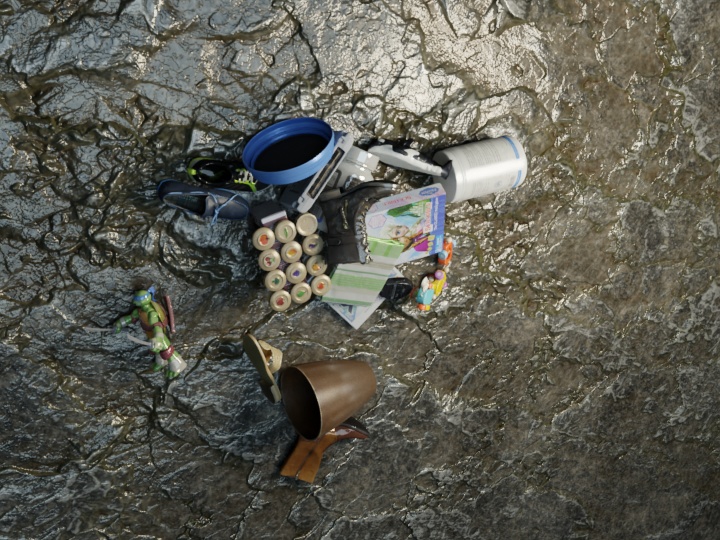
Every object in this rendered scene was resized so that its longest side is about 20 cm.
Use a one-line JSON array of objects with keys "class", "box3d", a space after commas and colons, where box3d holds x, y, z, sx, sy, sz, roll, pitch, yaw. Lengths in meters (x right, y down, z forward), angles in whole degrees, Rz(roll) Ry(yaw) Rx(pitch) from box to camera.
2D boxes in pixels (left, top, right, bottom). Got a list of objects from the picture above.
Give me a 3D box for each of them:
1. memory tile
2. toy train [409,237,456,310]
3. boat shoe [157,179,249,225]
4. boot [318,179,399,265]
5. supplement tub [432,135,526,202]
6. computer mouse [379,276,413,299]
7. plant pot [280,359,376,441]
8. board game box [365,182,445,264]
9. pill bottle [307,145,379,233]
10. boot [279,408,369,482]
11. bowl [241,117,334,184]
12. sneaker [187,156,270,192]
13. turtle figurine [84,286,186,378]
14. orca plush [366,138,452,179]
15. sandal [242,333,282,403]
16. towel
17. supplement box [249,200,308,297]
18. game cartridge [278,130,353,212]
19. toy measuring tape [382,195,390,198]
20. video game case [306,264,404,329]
[{"class": "memory tile", "box3d": [-0.148, -0.017, 1.552, 0.153, 0.017, 0.201, -20, 114, -17]}, {"class": "toy train", "box3d": [0.176, 0.008, 1.779, 0.200, 0.055, 0.151, -50, 148, -41]}, {"class": "boat shoe", "box3d": [-0.335, -0.135, 1.517, 0.199, 0.069, 0.084, 6, 120, -21]}, {"class": "boot", "box3d": [0.002, -0.100, 1.529, 0.199, 0.069, 0.175, -9, 98, 18]}, {"class": "supplement tub", "box3d": [0.289, -0.248, 1.719, 0.199, 0.132, 0.132, -14, 113, -18]}, {"class": "computer mouse", "box3d": [0.035, 0.042, 1.748, 0.199, 0.034, 0.059, -2, 133, -19]}, {"class": "plant pot", "box3d": [-0.066, 0.297, 1.747, 0.199, 0.187, 0.188, -15, 114, -34]}, {"class": "board game box", "box3d": [0.098, -0.096, 1.654, 0.199, 0.041, 0.200, -16, 141, -9]}, {"class": "pill bottle", "box3d": [-0.039, -0.184, 1.609, 0.113, 0.114, 0.201, 20, 100, -28]}, {"class": "boot", "box3d": [-0.091, 0.471, 1.844, 0.188, 0.068, 0.201, 19, 101, -28]}, {"class": "bowl", "box3d": [-0.149, -0.252, 1.493, 0.200, 0.201, 0.039, -29, 133, -12]}, {"class": "sneaker", "box3d": [-0.274, -0.199, 1.519, 0.199, 0.083, 0.072, 1, 108, -24]}, {"class": "turtle figurine", "box3d": [-0.474, 0.155, 1.527, 0.143, 0.200, 0.194, -11, 122, 18]}, {"class": "orca plush", "box3d": [0.119, -0.280, 1.647, 0.199, 0.105, 0.071, 14, 77, 14]}, {"class": "sandal", "box3d": [-0.219, 0.220, 1.709, 0.070, 0.077, 0.212, -35, 126, -31]}, {"class": "towel", "box3d": [0.000, 0.000, 1.657, 0.149, 0.031, 0.200, 9, 126, -29]}, {"class": "supplement box", "box3d": [-0.184, -0.047, 1.598, 0.061, 0.109, 0.201, -23, 115, -16]}, {"class": "game cartridge", "box3d": [-0.100, -0.219, 1.556, 0.041, 0.133, 0.200, 35, 86, -22]}, {"class": "toy measuring tape", "box3d": [0.082, -0.140, 1.693, 0.200, 0.074, 0.074, 26, 97, -36]}, {"class": "video game case", "box3d": [-0.013, 0.022, 1.745, 0.182, 0.022, 0.200, -47, 119, -3]}]
